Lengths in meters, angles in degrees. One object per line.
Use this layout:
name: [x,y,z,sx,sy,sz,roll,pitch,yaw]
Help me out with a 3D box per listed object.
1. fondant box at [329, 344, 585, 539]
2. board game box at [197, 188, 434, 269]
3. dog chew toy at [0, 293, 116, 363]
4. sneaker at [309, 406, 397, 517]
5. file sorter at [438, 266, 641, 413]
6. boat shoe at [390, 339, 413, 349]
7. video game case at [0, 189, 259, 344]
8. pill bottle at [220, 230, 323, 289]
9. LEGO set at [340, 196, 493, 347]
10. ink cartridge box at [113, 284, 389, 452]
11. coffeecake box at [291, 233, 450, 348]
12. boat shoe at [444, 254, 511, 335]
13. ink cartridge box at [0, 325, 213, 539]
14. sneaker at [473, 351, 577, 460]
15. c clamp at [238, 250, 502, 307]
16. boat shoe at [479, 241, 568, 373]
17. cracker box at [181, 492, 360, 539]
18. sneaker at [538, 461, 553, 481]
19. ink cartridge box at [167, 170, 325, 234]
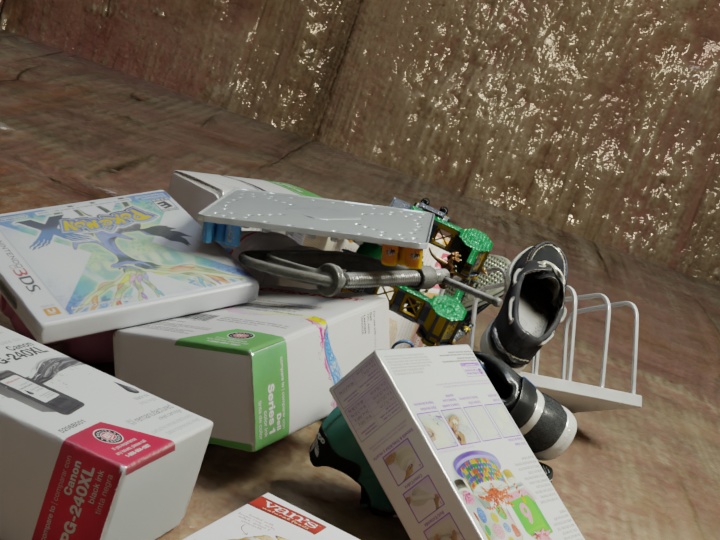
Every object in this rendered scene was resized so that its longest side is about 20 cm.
fondant box: [0.078,0.155,1.067,0.144,0.058,0.201,2,52,-56]
board game box: [-0.035,-0.040,1.280,0.198,0.026,0.200,7,10,4]
dog chew toy: [-0.222,0.030,1.261,0.198,0.126,0.124,3,17,-28]
sneaker: [0.043,0.171,1.157,0.200,0.080,0.072,37,19,-24]
file sorter: [0.195,0.081,1.556,0.199,0.126,0.138,13,-14,-29]
boat shoe: [0.039,0.108,1.390,0.068,0.085,0.200,33,12,13]
video game case: [-0.215,-0.009,1.193,0.199,0.022,0.182,-11,35,-34]
pill bottle: [-0.115,0.015,1.377,0.108,0.110,0.199,8,-3,-44]
LEGO set: [0.043,0.026,1.409,0.153,0.116,0.201,21,35,-4]
ink cartridge box: [-0.085,0.075,1.172,0.144,0.085,0.199,6,14,33]
coffeecake box: [-0.001,0.018,1.572,0.199,0.155,0.073,9,14,-42]
boat shoe: [0.114,0.039,1.679,0.062,0.199,0.075,32,46,-31]
ink cartridge box: [-0.222,0.112,0.939,0.199,0.084,0.145,22,12,14]
sneaker: [0.111,0.115,1.341,0.112,0.073,0.199,41,-18,-25]
c clamp: [0.000,0.000,1.230,0.199,0.027,0.170,0,14,-44]
boat shoe: [0.178,0.026,1.424,0.074,0.060,0.200,40,40,-1]
cracker box: [-0.048,0.207,0.849,0.133,0.058,0.200,23,11,17]
sneaker: [0.088,0.155,1.246,0.198,0.087,0.080,16,13,-21]
ink cartridge box: [-0.139,-0.028,1.580,0.084,0.147,0.199,25,12,33]
